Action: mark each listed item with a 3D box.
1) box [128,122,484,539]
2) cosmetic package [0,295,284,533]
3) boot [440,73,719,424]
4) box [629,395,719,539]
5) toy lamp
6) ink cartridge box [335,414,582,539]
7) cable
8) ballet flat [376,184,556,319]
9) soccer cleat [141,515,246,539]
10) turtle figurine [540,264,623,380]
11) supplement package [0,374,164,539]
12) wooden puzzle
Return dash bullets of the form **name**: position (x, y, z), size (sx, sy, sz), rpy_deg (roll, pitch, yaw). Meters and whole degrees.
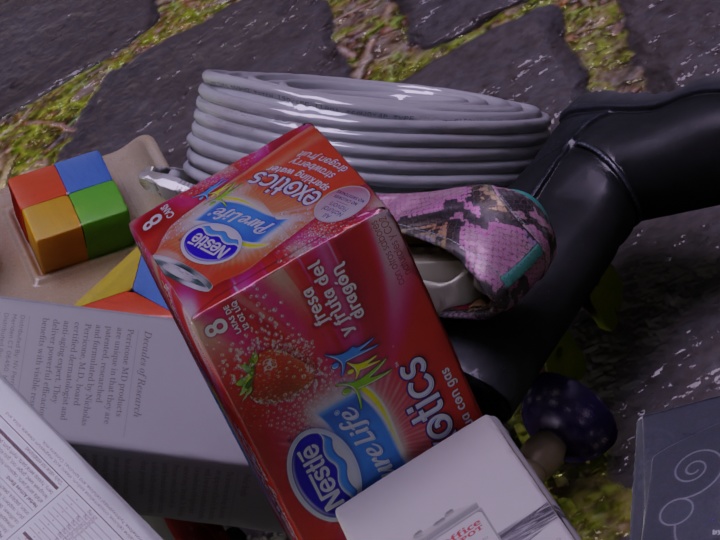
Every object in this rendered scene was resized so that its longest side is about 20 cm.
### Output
- **box**: position (-0.009, 0.053, 1.054), size (0.095, 0.201, 0.100), rpy_deg (-29, 32, -6)
- **cosmetic package**: position (-0.103, 0.070, 1.186), size (0.199, 0.102, 0.072), rpy_deg (8, 67, -4)
- **boot**: position (0.110, -0.008, 1.184), size (0.164, 0.066, 0.200), rpy_deg (-3, 35, 50)
- **box**: position (0.185, 0.141, 0.869), size (0.122, 0.201, 0.106), rpy_deg (-17, 33, 22)
- **toy lamp**: position (0.049, 0.133, 1.139), size (0.058, 0.058, 0.200), rpy_deg (6, 47, 45)
- **ink cartridge box**: position (0.078, 0.172, 0.969), size (0.082, 0.147, 0.200), rpy_deg (-31, 30, -2)
- **cable**: position (0.006, -0.066, 1.325), size (0.199, 0.070, 0.200), rpy_deg (10, 9, 32)
- **ballet flat**: position (0.000, 0.000, 1.159), size (0.199, 0.069, 0.071), rpy_deg (-4, 31, 42)
- **soccer cleat**: position (-0.117, 0.107, 1.311), size (0.085, 0.069, 0.200), rpy_deg (-32, 32, 6)
- **turtle figurine**: position (0.053, 0.013, 1.295), size (0.160, 0.065, 0.200), rpy_deg (5, 33, 34)
- **supplement package**: position (-0.176, 0.188, 1.079), size (0.200, 0.192, 0.147), rpy_deg (-41, 67, -17)
- **wooden puzzle**: position (-0.176, 0.012, 1.304), size (0.199, 0.046, 0.186), rpy_deg (-22, 49, -10)
